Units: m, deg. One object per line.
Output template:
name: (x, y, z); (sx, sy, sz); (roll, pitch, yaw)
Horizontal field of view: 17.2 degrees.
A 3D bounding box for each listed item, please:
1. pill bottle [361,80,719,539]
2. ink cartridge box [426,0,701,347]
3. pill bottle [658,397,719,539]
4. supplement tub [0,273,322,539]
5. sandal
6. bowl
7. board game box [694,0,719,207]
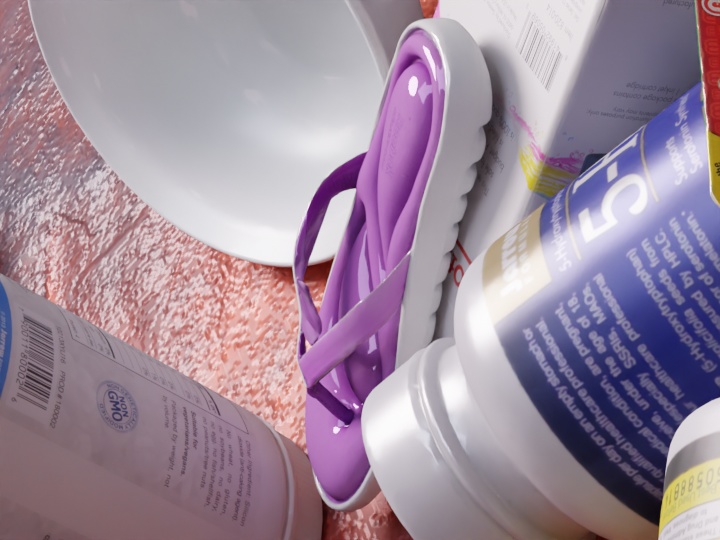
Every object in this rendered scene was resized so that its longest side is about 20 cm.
pill bottle: (0.101, 0.021, 0.793); (0.200, 0.120, 0.120); (-39, 40, 24)
ink cartridge box: (0.069, -0.051, 0.891); (0.117, 0.067, 0.200); (-117, 39, -50)
pill bottle: (0.133, 0.142, 0.676); (0.111, 0.111, 0.200); (-17, 52, 42)
supplement tub: (-0.127, 0.084, 0.944); (0.132, 0.200, 0.132); (-29, 45, 33)
sandal: (-0.002, -0.003, 0.898); (0.082, 0.050, 0.203); (-125, 43, -55)
bowl: (-0.041, -0.108, 1.028); (0.201, 0.201, 0.090); (-7, 26, 47)
board game box: (0.201, -0.056, 0.704); (0.199, 0.030, 0.096); (0, 55, 1)
